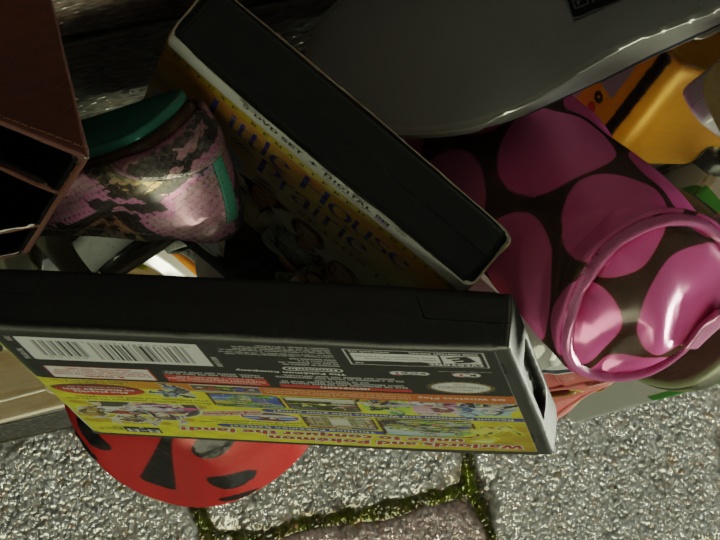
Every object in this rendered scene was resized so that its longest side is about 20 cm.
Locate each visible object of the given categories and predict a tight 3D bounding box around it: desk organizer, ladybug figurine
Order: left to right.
[{"bbox_3d":[-0.140,-0.051,0.989,0.071,0.078,0.200,-12,174,-13],"label":"desk organizer"},{"bbox_3d":[-0.085,0.062,1.403,0.135,0.072,0.200,17,162,3],"label":"ladybug figurine"}]

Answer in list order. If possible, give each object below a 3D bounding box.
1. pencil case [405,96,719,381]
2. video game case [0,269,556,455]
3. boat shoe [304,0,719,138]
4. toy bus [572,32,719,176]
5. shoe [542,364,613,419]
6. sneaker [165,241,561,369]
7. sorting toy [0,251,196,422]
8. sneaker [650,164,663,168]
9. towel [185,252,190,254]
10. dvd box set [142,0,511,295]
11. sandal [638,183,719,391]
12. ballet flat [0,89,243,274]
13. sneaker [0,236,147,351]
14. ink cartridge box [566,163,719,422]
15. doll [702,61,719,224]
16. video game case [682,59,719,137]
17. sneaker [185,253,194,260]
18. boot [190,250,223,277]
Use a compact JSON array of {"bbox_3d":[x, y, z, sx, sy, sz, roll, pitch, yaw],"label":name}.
[{"bbox_3d":[0.073,-0.033,1.167,0.091,0.200,0.094,-46,130,7],"label":"pencil case"},{"bbox_3d":[-0.030,0.038,1.161,0.198,0.026,0.181,2,164,10],"label":"video game case"},{"bbox_3d":[0.078,-0.099,1.126,0.199,0.071,0.070,-22,170,11],"label":"boat shoe"},{"bbox_3d":[0.180,-0.094,1.286,0.199,0.079,0.065,-9,148,-39],"label":"toy bus"},{"bbox_3d":[0.099,0.024,1.344,0.199,0.072,0.091,-10,162,25],"label":"shoe"},{"bbox_3d":[0.000,0.000,1.297,0.199,0.082,0.075,28,-176,17],"label":"sneaker"},{"bbox_3d":[-0.169,0.009,1.476,0.199,0.108,0.180,-14,167,6],"label":"sorting toy"},{"bbox_3d":[0.080,-0.059,1.423,0.199,0.072,0.073,-24,-153,21],"label":"sneaker"},{"bbox_3d":[-0.095,-0.016,1.688,0.199,0.035,0.193,-13,175,-6],"label":"towel"},{"bbox_3d":[-0.025,-0.025,1.165,0.029,0.146,0.200,-50,180,-18],"label":"dvd box set"},{"bbox_3d":[0.091,-0.025,1.264,0.057,0.201,0.080,3,130,-55],"label":"sandal"},{"bbox_3d":[-0.125,-0.024,1.137,0.199,0.072,0.069,-4,-152,39],"label":"ballet flat"},{"bbox_3d":[-0.127,-0.038,1.294,0.115,0.075,0.200,-32,172,-16],"label":"sneaker"},{"bbox_3d":[0.171,-0.032,1.446,0.200,0.083,0.146,-50,-164,-31],"label":"ink cartridge box"},{"bbox_3d":[0.181,-0.051,1.164,0.136,0.049,0.200,-44,159,7],"label":"doll"},{"bbox_3d":[0.242,-0.097,1.229,0.182,0.022,0.200,-38,154,15],"label":"video game case"},{"bbox_3d":[-0.037,0.008,1.639,0.113,0.076,0.200,-13,177,-23],"label":"sneaker"},{"bbox_3d":[0.010,-0.040,1.374,0.199,0.096,0.073,-16,174,18],"label":"boot"}]
